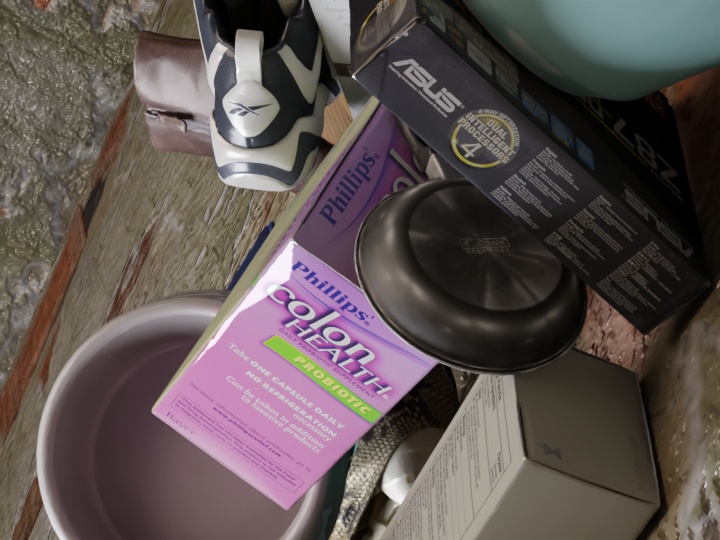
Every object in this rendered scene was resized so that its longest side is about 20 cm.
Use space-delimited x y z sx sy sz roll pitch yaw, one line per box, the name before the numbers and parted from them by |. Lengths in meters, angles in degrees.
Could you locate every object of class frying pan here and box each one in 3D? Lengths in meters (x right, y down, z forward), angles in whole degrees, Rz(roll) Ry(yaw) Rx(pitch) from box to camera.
frying pan | 0.058 -0.029 1.059 0.031 0.114 0.191 113 170 -47

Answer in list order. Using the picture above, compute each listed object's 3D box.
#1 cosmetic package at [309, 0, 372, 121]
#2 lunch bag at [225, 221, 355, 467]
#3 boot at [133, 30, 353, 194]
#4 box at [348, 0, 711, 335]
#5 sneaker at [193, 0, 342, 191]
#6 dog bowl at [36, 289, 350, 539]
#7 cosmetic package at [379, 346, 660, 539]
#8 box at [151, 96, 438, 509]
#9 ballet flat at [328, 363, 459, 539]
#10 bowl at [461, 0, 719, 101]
cosmetic package | 0.038 -0.137 1.281 0.200 0.101 0.075 67 -150 -55
lunch bag | -0.051 0.085 1.407 0.201 0.132 0.136 -58 5 7
boot | -0.052 -0.082 1.459 0.201 0.165 0.073 76 -156 -46
box | 0.077 -0.084 1.050 0.049 0.200 0.162 -38 27 25
sneaker | -0.048 -0.156 1.294 0.200 0.079 0.130 -69 -16 -44
dog bowl | -0.097 0.107 1.294 0.059 0.199 0.201 43 -114 -77
cosmetic package | 0.059 0.138 1.061 0.104 0.073 0.201 -90 26 -54
box | 0.000 0.000 1.183 0.176 0.096 0.200 -58 5 -38
ballet flat | 0.018 0.146 1.237 0.075 0.068 0.201 35 104 54
bowl | 0.104 -0.156 1.010 0.105 0.200 0.201 -41 26 24
